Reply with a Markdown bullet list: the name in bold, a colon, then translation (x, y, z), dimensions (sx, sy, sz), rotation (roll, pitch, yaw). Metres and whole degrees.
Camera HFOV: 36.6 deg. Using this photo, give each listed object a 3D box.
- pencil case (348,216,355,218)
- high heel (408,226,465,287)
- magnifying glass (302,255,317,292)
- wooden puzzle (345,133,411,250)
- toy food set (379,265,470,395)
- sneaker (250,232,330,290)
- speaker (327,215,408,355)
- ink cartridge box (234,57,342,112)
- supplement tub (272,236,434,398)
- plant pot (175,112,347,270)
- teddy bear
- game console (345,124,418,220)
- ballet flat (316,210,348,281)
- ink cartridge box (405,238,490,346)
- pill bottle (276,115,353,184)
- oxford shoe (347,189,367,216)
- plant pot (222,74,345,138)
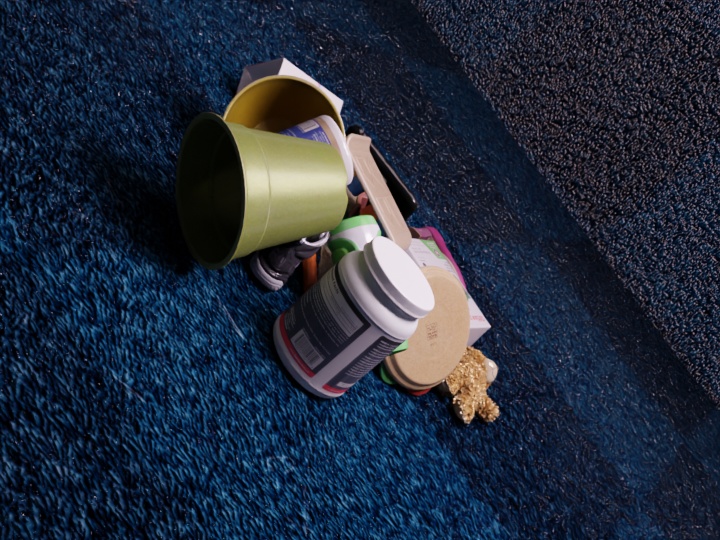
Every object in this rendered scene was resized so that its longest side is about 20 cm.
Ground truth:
- **pencil case**: translation (0.000, 0.000, 1.761), dimensions (0.085, 0.092, 0.202), rotation (34, 25, -34)
- **high heel**: translation (0.172, -0.015, 2.158), dimensions (0.095, 0.068, 0.201), rotation (6, 43, -46)
- **magnifying glass**: translation (-0.081, -0.048, 1.719), dimensions (0.022, 0.080, 0.202), rotation (19, 44, -23)
- **wooden puzzle**: translation (0.020, -0.120, 1.792), dimensions (0.185, 0.046, 0.203), rotation (-22, 90, -78)
- **toy food set**: translation (0.097, 0.093, 1.706), dimensions (0.199, 0.048, 0.201), rotation (-35, 117, -32)
- **sneaker**: translation (-0.094, -0.051, 1.624), dimensions (0.075, 0.114, 0.201), rotation (45, 22, -11)
- **speaker**: translation (0.010, 0.026, 1.596), dimensions (0.088, 0.087, 0.204), rotation (1, 73, -63)
- **ink cartridge box**: translation (-0.116, -0.302, 1.981), dimensions (0.199, 0.115, 0.069), rotation (31, 69, -41)
- **supplement tub**: translation (-0.011, 0.065, 1.480), dimensions (0.140, 0.199, 0.141), rotation (41, 22, -21)
- **plant pot**: translation (-0.123, -0.108, 1.462), dimensions (0.187, 0.201, 0.202), rotation (-5, 53, -36)
- **teddy bear**: translation (0.189, 0.190, 1.860), dimensions (0.199, 0.066, 0.146), rotation (9, 48, -59)
- **game console**: translation (0.039, -0.179, 2.115), dimensions (0.201, 0.176, 0.116), rotation (51, 49, 5)
- **ballet flat**: translation (-0.052, -0.051, 1.731), dimensions (0.068, 0.062, 0.202), rotation (50, 23, -37)
- **ink cartridge box**: translation (0.129, 0.048, 1.952), dimensions (0.202, 0.084, 0.145), rotation (56, 22, 17)
- **pill bottle**: translation (-0.118, -0.143, 1.604), dimensions (0.112, 0.197, 0.112), rotation (57, -18, 30)
- **oxford shoe**: translation (-0.036, -0.105, 1.929), dimensions (0.074, 0.071, 0.200), rotation (21, 24, 2)
- **plant pot**: translation (-0.131, -0.201, 1.739), dimensions (0.200, 0.200, 0.142), rotation (46, -6, -8)
